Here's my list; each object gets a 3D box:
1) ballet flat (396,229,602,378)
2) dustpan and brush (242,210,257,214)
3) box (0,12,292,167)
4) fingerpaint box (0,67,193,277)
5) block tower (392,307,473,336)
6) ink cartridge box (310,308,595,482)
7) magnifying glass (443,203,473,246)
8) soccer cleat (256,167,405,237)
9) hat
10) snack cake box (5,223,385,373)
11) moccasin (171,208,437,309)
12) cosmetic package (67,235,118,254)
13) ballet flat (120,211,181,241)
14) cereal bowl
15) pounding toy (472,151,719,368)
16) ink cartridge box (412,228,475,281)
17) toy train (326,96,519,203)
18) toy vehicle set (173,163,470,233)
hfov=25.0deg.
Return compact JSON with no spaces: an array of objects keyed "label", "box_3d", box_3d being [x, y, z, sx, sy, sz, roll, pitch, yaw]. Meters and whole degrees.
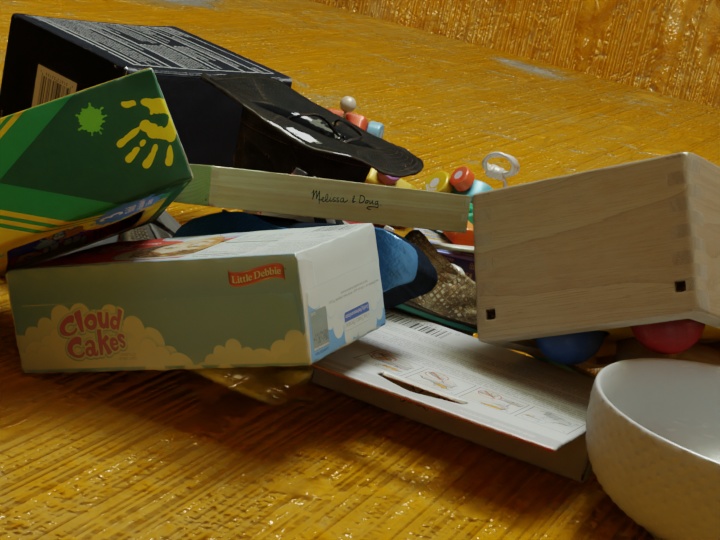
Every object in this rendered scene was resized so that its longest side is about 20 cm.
[{"label":"ballet flat","box_3d":[0.106,0.023,1.172,0.199,0.066,0.070,22,0,-25]},{"label":"dustpan and brush","box_3d":[-0.081,-0.027,1.336,0.199,0.058,0.140,13,10,-25]},{"label":"box","box_3d":[-0.208,-0.158,1.549,0.198,0.124,0.200,-4,23,-43]},{"label":"fingerpaint box","box_3d":[-0.201,-0.045,0.989,0.166,0.074,0.200,-21,0,-15]},{"label":"block tower","box_3d":[-0.013,0.018,1.198,0.199,0.054,0.058,8,16,-19]},{"label":"ink cartridge box","box_3d":[0.058,0.082,1.039,0.199,0.045,0.176,18,15,23]},{"label":"magnifying glass","box_3d":[0.077,-0.044,1.393,0.079,0.023,0.200,10,12,-8]},{"label":"soccer cleat","box_3d":[0.000,0.000,1.261,0.200,0.085,0.069,33,1,-25]},{"label":"hat","box_3d":[-0.052,-0.095,1.356,0.200,0.081,0.201,22,15,-6]},{"label":"snack cake box","box_3d":[-0.099,0.017,0.988,0.199,0.068,0.115,-3,10,25]},{"label":"moccasin","box_3d":[-0.041,0.007,1.079,0.199,0.081,0.068,9,-7,35]},{"label":"cosmetic package","box_3d":[-0.286,-0.059,1.204,0.199,0.091,0.107,15,15,20]},{"label":"ballet flat","box_3d":[-0.151,0.004,1.170,0.067,0.046,0.200,40,11,-23]},{"label":"cereal bowl","box_3d":[0.224,0.125,0.945,0.199,0.084,0.200,11,14,-3]},{"label":"pounding toy","box_3d":[0.205,0.021,1.080,0.183,0.143,0.200,-10,-15,34]},{"label":"ink cartridge box","box_3d":[0.101,-0.010,1.403,0.119,0.042,0.200,13,9,4]},{"label":"toy train","box_3d":[0.043,-0.083,1.512,0.199,0.056,0.150,16,-29,8]},{"label":"toy vehicle set","box_3d":[-0.039,-0.051,1.128,0.199,0.027,0.124,5,3,-30]}]
